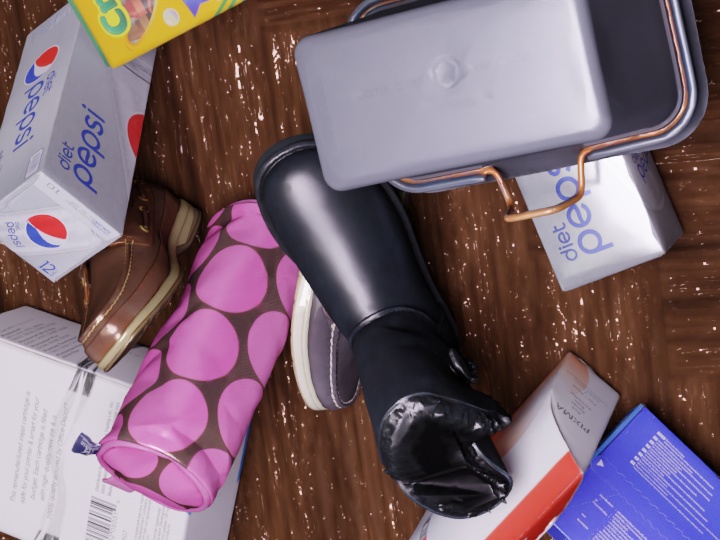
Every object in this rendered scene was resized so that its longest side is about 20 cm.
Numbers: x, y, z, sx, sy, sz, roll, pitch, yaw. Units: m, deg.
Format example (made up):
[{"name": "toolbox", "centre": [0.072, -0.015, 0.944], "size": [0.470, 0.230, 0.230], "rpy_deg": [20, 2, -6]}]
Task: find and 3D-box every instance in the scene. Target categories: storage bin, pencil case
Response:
[{"name": "storage bin", "centre": [0.068, -0.094, 0.780], "size": [0.200, 0.134, 0.146], "rpy_deg": [-9, 99, 27]}, {"name": "pencil case", "centre": [-0.100, 0.053, 0.951], "size": [0.091, 0.200, 0.094], "rpy_deg": [34, 149, -14]}]

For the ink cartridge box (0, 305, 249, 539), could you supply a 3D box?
[{"name": "ink cartridge box", "centre": [-0.190, 0.126, 1.056], "size": [0.200, 0.084, 0.146], "rpy_deg": [18, 108, 18]}]

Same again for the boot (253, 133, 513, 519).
[{"name": "boot", "centre": [0.016, 0.031, 0.841], "size": [0.076, 0.168, 0.200], "rpy_deg": [-30, 120, 6]}]

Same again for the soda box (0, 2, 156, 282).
[{"name": "soda box", "centre": [-0.184, -0.091, 0.942], "size": [0.063, 0.200, 0.068], "rpy_deg": [-32, 125, 26]}]

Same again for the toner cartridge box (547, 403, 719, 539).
[{"name": "toner cartridge box", "centre": [0.210, 0.186, 0.899], "size": [0.095, 0.043, 0.200], "rpy_deg": [-44, 82, -12]}]

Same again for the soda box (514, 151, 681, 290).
[{"name": "soda box", "centre": [0.119, -0.095, 0.876], "size": [0.068, 0.063, 0.200], "rpy_deg": [-21, 93, 25]}]

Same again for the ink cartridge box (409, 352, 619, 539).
[{"name": "ink cartridge box", "centre": [0.073, 0.147, 0.884], "size": [0.050, 0.200, 0.162], "rpy_deg": [42, 114, 7]}]

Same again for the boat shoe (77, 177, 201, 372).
[{"name": "boat shoe", "centre": [-0.155, -0.003, 0.944], "size": [0.068, 0.200, 0.072], "rpy_deg": [37, 112, -15]}]

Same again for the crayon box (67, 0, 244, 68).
[{"name": "crayon box", "centre": [-0.117, -0.206, 0.867], "size": [0.200, 0.052, 0.126], "rpy_deg": [-22, 106, 27]}]

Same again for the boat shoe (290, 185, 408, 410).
[{"name": "boat shoe", "centre": [0.000, 0.000, 0.955], "size": [0.065, 0.072, 0.201], "rpy_deg": [12, 103, 21]}]
